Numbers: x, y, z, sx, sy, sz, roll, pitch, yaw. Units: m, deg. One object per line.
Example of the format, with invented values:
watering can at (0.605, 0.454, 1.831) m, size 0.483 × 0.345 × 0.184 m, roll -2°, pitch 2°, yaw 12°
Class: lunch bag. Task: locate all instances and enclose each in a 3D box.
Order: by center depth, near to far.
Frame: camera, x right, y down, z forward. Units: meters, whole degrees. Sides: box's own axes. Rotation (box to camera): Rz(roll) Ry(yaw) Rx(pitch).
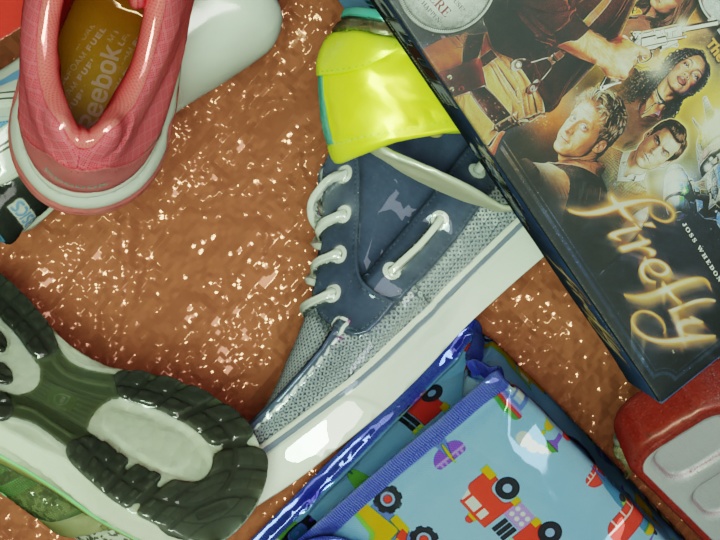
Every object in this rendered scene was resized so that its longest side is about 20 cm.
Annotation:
lunch bag at (0.028, 0.148, 0.841) m, size 0.200 × 0.094 × 0.151 m, roll -43°, pitch 100°, yaw 6°

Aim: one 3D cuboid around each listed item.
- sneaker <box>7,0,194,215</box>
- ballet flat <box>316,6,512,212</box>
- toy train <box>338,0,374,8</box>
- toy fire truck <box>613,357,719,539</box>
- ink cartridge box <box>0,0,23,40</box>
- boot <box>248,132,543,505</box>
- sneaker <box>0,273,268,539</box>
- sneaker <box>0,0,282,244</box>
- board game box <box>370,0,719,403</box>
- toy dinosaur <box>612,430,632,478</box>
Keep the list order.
sneaker at (-0.079, -0.121, 0.731) m, size 0.073 × 0.087 × 0.201 m, roll 9°, pitch 84°, yaw -7°
ballet flat at (0.076, -0.053, 0.799) m, size 0.199 × 0.067 × 0.067 m, roll 7°, pitch 87°, yaw -18°
toy train at (0.044, -0.188, 0.806) m, size 0.086 × 0.114 × 0.201 m, roll 21°, pitch 80°, yaw 20°
toy fire truck at (0.209, 0.068, 0.838) m, size 0.168 × 0.112 × 0.200 m, roll -32°, pitch 138°, yaw 14°
ink cartridge box at (-0.157, -0.193, 0.777) m, size 0.161 × 0.050 × 0.200 m, roll -34°, pitch 79°, yaw -8°
boot at (0.000, 0.000, 0.833) m, size 0.200 × 0.073 × 0.090 m, roll -43°, pitch 93°, yaw -15°
sneaker at (-0.134, 0.067, 0.802) m, size 0.200 × 0.089 × 0.077 m, roll 30°, pitch 49°, yaw 12°
sneaker at (-0.117, -0.053, 0.796) m, size 0.199 × 0.072 × 0.073 m, roll -25°, pitch 68°, yaw -2°
board game box at (0.105, -0.070, 0.752) m, size 0.135 × 0.035 × 0.200 m, roll -38°, pitch 110°, yaw -5°
toy dinosaur at (0.158, 0.004, 0.874) m, size 0.200 × 0.060 × 0.106 m, roll -40°, pitch 110°, yaw -19°
